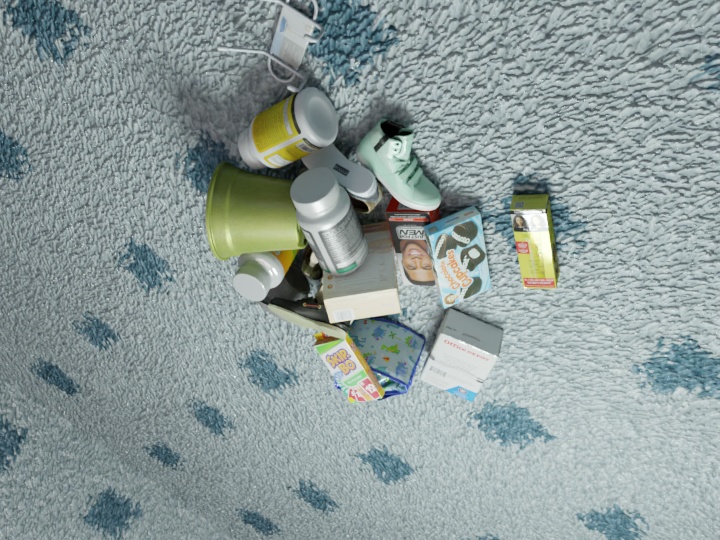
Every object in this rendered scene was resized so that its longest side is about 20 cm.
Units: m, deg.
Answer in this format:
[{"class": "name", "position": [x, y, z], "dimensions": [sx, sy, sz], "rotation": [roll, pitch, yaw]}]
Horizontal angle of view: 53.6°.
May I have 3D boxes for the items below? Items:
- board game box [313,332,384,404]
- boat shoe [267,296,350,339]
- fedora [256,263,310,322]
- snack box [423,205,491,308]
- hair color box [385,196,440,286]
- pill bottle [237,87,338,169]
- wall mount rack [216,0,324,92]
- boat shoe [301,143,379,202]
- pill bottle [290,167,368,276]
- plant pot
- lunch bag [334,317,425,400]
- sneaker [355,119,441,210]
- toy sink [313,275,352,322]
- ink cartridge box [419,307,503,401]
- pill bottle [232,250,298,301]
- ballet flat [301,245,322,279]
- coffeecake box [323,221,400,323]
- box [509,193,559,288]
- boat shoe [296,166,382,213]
[{"class": "board game box", "position": [-0.030, 0.222, 1.651], "dimensions": [0.094, 0.030, 0.203], "rotation": [-16, 113, 34]}, {"class": "boat shoe", "position": [-0.113, 0.094, 1.594], "dimensions": [0.196, 0.065, 0.074], "rotation": [15, 161, 17]}, {"class": "fedora", "position": [-0.189, 0.030, 1.710], "dimensions": [0.174, 0.201, 0.091], "rotation": [18, 115, -40]}, {"class": "snack box", "position": [0.203, -0.025, 1.472], "dimensions": [0.113, 0.037, 0.203], "rotation": [-22, 129, -5]}, {"class": "hair color box", "position": [0.124, -0.061, 1.505], "dimensions": [0.099, 0.062, 0.203], "rotation": [3, 134, 24]}, {"class": "pill bottle", "position": [-0.147, -0.270, 1.399], "dimensions": [0.196, 0.114, 0.113], "rotation": [-16, 124, 38]}, {"class": "wall mount rack", "position": [-0.160, -0.420, 1.284], "dimensions": [0.171, 0.075, 0.201], "rotation": [30, 138, -1]}, {"class": "boat shoe", "position": [-0.041, -0.199, 1.430], "dimensions": [0.198, 0.073, 0.068], "rotation": [32, 173, 25]}, {"class": "pill bottle", "position": [-0.061, -0.094, 1.398], "dimensions": [0.110, 0.115, 0.202], "rotation": [3, 142, 24]}, {"class": "plant pot", "position": [-0.198, -0.116, 1.468], "dimensions": [0.178, 0.204, 0.204], "rotation": [4, 135, 10]}, {"class": "lunch bag", "position": [0.047, 0.213, 1.737], "dimensions": [0.194, 0.172, 0.130], "rotation": [6, 131, 21]}, {"class": "sneaker", "position": [0.090, -0.202, 1.366], "dimensions": [0.198, 0.075, 0.118], "rotation": [36, 145, -6]}, {"class": "toy sink", "position": [-0.032, 0.026, 1.625], "dimensions": [0.110, 0.132, 0.201], "rotation": [30, 140, -4]}, {"class": "ink cartridge box", "position": [0.238, 0.203, 1.692], "dimensions": [0.143, 0.087, 0.203], "rotation": [22, 137, 5]}, {"class": "pill bottle", "position": [-0.208, -0.033, 1.603], "dimensions": [0.108, 0.202, 0.113], "rotation": [14, 138, 13]}, {"class": "ballet flat", "position": [-0.102, -0.027, 1.650], "dimensions": [0.067, 0.073, 0.201], "rotation": [31, 139, -1]}, {"class": "coffeecake box", "position": [0.000, 0.000, 1.493], "dimensions": [0.149, 0.203, 0.074], "rotation": [-9, 135, 5]}, {"class": "box", "position": [0.344, -0.055, 1.403], "dimensions": [0.073, 0.051, 0.203], "rotation": [2, 133, 25]}, {"class": "boat shoe", "position": [-0.053, -0.166, 1.486], "dimensions": [0.195, 0.070, 0.075], "rotation": [12, 138, 19]}]
